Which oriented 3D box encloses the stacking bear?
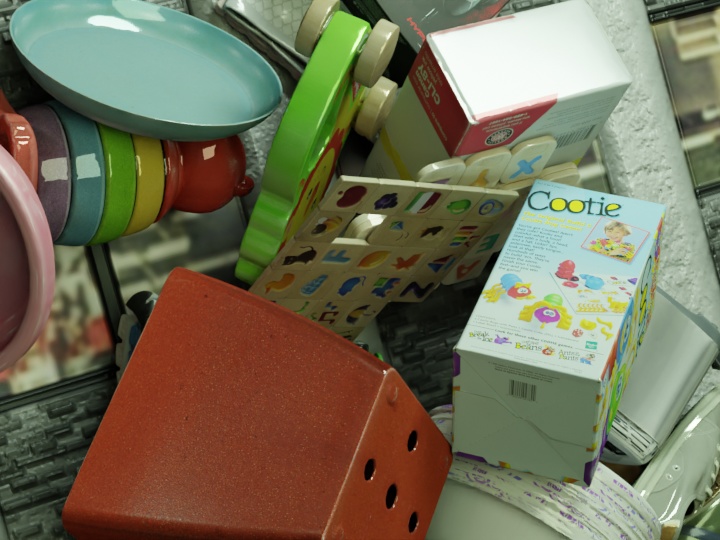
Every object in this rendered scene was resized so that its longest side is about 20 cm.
[{"bbox_3d":[-0.175,-0.076,1.357,0.199,0.121,0.114,-5,120,-29],"label":"stacking bear"}]

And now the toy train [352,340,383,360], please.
[{"bbox_3d":[-0.007,0.155,1.446,0.041,0.056,0.201,3,83,-20],"label":"toy train"}]

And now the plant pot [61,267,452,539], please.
[{"bbox_3d":[-0.052,0.139,1.301,0.200,0.175,0.201,54,51,-50],"label":"plant pot"}]

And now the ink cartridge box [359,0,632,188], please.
[{"bbox_3d":[0.096,-0.103,1.438,0.144,0.200,0.084,-17,66,-26],"label":"ink cartridge box"}]

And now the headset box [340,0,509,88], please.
[{"bbox_3d":[0.060,-0.264,1.475,0.200,0.077,0.149,-44,105,-21],"label":"headset box"}]

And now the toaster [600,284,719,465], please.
[{"bbox_3d":[0.196,0.069,1.526,0.200,0.114,0.130,37,74,-21],"label":"toaster"}]

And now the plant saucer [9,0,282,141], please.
[{"bbox_3d":[-0.154,-0.142,1.351,0.199,0.200,0.028,4,121,-26],"label":"plant saucer"}]

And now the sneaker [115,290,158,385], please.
[{"bbox_3d":[-0.134,0.120,1.381,0.086,0.075,0.201,12,80,-30],"label":"sneaker"}]

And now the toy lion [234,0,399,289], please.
[{"bbox_3d":[-0.040,-0.080,1.376,0.068,0.200,0.192,25,78,5],"label":"toy lion"}]

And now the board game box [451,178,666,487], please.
[{"bbox_3d":[0.144,0.041,1.353,0.200,0.104,0.103,-60,157,-46],"label":"board game box"}]

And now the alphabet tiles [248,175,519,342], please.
[{"bbox_3d":[0.000,0.000,1.390,0.167,0.200,0.008,2,52,-40],"label":"alphabet tiles"}]

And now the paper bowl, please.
[{"bbox_3d":[0.116,0.194,1.421,0.200,0.200,0.105,38,70,-18],"label":"paper bowl"}]

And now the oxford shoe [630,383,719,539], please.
[{"bbox_3d":[0.264,0.163,1.546,0.058,0.075,0.200,35,42,9],"label":"oxford shoe"}]

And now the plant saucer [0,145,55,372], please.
[{"bbox_3d":[-0.284,-0.024,1.268,0.201,0.200,0.051,61,34,-9],"label":"plant saucer"}]

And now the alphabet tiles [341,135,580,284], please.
[{"bbox_3d":[0.070,-0.032,1.433,0.199,0.196,0.015,-15,65,-26],"label":"alphabet tiles"}]

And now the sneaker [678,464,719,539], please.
[{"bbox_3d":[0.262,0.240,1.571,0.200,0.067,0.090,-41,115,-27],"label":"sneaker"}]

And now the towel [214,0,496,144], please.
[{"bbox_3d":[0.007,-0.221,1.505,0.200,0.032,0.192,38,70,-19],"label":"towel"}]
